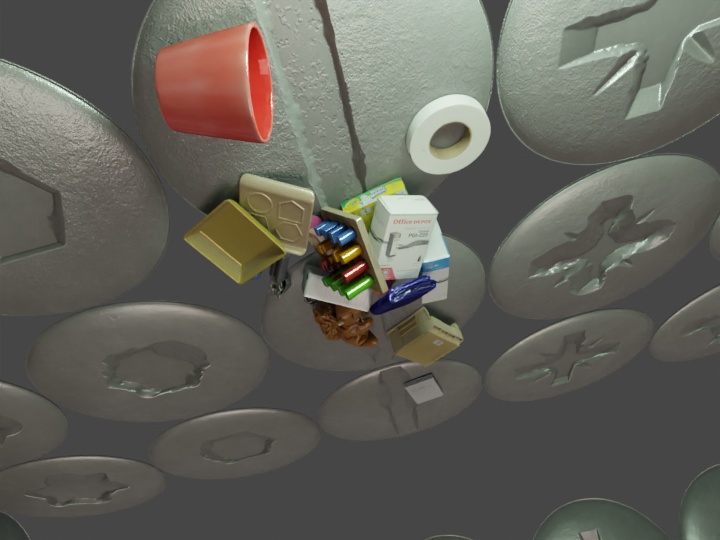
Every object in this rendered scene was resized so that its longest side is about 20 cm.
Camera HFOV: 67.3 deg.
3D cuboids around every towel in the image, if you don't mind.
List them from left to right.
[{"bbox_3d":[0.109,0.066,1.472,0.144,0.051,0.200,-17,170,-19],"label":"towel"}]

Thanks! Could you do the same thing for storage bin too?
[{"bbox_3d":[0.232,0.237,1.925,0.197,0.096,0.198,-37,137,27],"label":"storage bin"}]

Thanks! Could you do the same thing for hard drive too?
[{"bbox_3d":[0.276,0.515,2.347,0.129,0.026,0.201,-21,142,10],"label":"hard drive"}]

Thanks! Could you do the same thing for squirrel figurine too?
[{"bbox_3d":[-0.055,0.154,1.676,0.194,0.146,0.187,-9,158,14],"label":"squirrel figurine"}]

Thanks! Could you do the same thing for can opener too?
[{"bbox_3d":[-0.223,0.000,1.531,0.066,0.053,0.202,-29,154,-36],"label":"can opener"}]

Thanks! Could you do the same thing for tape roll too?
[{"bbox_3d":[0.204,-0.313,1.263,0.196,0.038,0.205,-8,143,-6],"label":"tape roll"}]

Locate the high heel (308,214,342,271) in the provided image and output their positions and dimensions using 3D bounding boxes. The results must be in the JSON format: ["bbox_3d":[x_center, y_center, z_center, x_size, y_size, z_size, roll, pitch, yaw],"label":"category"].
[{"bbox_3d":[-0.111,-0.071,1.419,0.066,0.098,0.200,-19,145,22],"label":"high heel"}]

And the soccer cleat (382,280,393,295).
[{"bbox_3d":[0.000,0.000,1.508,0.195,0.074,0.069,25,140,4],"label":"soccer cleat"}]

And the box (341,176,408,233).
[{"bbox_3d":[0.037,-0.153,1.406,0.195,0.049,0.118,-24,142,9],"label":"box"}]

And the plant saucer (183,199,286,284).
[{"bbox_3d":[-0.308,-0.077,1.345,0.197,0.049,0.200,-28,122,33],"label":"plant saucer"}]

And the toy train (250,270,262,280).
[{"bbox_3d":[-0.260,-0.037,1.460,0.033,0.047,0.201,10,137,-28],"label":"toy train"}]

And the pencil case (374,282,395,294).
[{"bbox_3d":[0.082,-0.016,1.566,0.085,0.090,0.202,-2,143,-15],"label":"pencil case"}]

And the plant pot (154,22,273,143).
[{"bbox_3d":[-0.262,-0.331,0.979,0.171,0.205,0.203,-2,143,3],"label":"plant pot"}]

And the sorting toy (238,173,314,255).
[{"bbox_3d":[-0.209,-0.137,1.328,0.179,0.037,0.203,14,135,-3],"label":"sorting toy"}]

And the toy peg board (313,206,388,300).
[{"bbox_3d":[-0.047,-0.033,1.332,0.096,0.199,0.203,-31,116,-20],"label":"toy peg board"}]

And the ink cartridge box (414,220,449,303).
[{"bbox_3d":[0.193,-0.027,1.530,0.083,0.149,0.203,-11,143,-4],"label":"ink cartridge box"}]

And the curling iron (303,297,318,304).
[{"bbox_3d":[-0.092,0.034,1.614,0.199,0.026,0.050,-41,106,17],"label":"curling iron"}]

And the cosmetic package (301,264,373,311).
[{"bbox_3d":[-0.067,0.050,1.543,0.194,0.102,0.076,13,101,-13],"label":"cosmetic package"}]

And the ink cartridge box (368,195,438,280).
[{"bbox_3d":[0.097,-0.081,1.372,0.142,0.085,0.205,-4,126,-26],"label":"ink cartridge box"}]
